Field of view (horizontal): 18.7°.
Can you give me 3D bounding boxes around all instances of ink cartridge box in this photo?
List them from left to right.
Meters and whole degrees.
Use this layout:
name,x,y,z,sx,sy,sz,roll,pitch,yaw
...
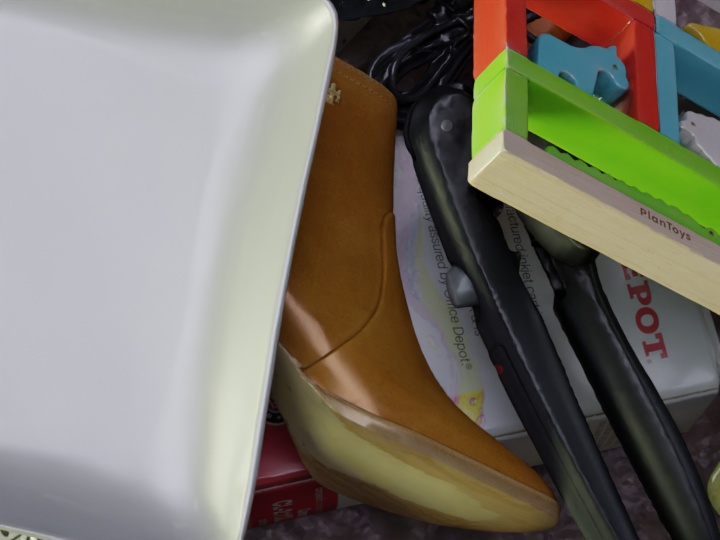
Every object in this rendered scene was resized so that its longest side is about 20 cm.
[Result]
name,x,y,z,sx,sy,sz,roll,pitch,yaw
ink cartridge box,0.027,0.010,0.874,0.199,0.083,0.146,-11,73,-5

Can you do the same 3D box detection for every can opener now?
name,x,y,z,sx,sy,sz,roll,pitch,yaw
can opener,0.069,0.022,0.772,0.063,0.079,0.200,-19,92,3

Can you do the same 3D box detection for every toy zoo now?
name,x,y,z,sx,sy,sz,roll,pitch,yaw
toy zoo,0.097,-0.079,0.762,0.131,0.020,0.200,26,43,-23

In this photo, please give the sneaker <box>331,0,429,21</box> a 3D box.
name,x,y,z,sx,sy,sz,roll,pitch,yaw
sneaker,-0.018,-0.173,0.866,0.112,0.078,0.200,-46,51,-11

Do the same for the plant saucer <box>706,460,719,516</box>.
name,x,y,z,sx,sy,sz,roll,pitch,yaw
plant saucer,0.241,0.071,0.846,0.200,0.048,0.200,43,75,-16

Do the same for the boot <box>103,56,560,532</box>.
name,x,y,z,sx,sy,sz,roll,pitch,yaw
boot,-0.001,0.000,0.793,0.201,0.071,0.144,25,62,-15

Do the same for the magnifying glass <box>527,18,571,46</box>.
name,x,y,z,sx,sy,sz,roll,pitch,yaw
magnifying glass,0.124,-0.156,0.961,0.080,0.022,0.200,41,77,11

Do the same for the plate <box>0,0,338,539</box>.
name,x,y,z,sx,sy,sz,roll,pitch,yaw
plate,-0.120,-0.016,0.708,0.199,0.032,0.201,12,77,-10

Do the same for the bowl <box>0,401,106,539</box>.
name,x,y,z,sx,sy,sz,roll,pitch,yaw
bowl,-0.137,0.076,0.817,0.200,0.201,0.094,10,47,3

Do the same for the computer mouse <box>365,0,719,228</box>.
name,x,y,z,sx,sy,sz,roll,pitch,yaw
computer mouse,0.108,-0.050,0.830,0.200,0.044,0.110,37,71,16

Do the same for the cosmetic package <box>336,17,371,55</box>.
name,x,y,z,sx,sy,sz,roll,pitch,yaw
cosmetic package,0.024,-0.196,0.958,0.083,0.051,0.200,39,76,10
